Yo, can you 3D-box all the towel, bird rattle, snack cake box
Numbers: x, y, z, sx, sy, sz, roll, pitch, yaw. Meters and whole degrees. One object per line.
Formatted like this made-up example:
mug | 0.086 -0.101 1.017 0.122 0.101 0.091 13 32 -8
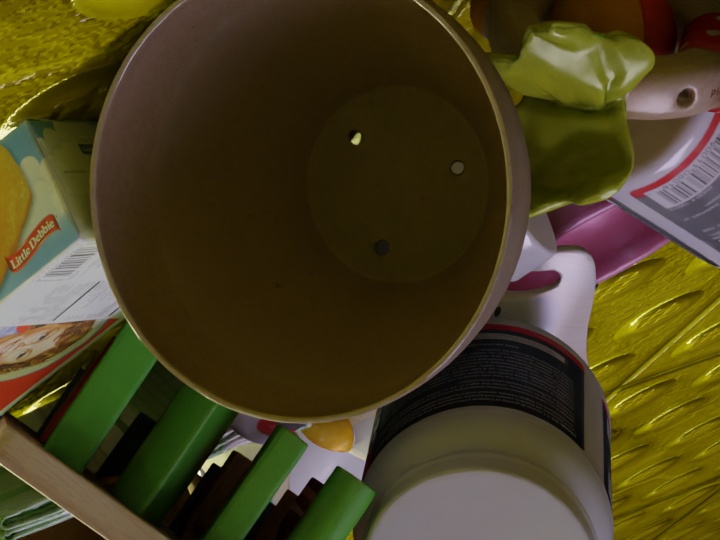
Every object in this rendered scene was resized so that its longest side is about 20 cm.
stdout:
towel | -0.140 0.100 1.388 0.199 0.031 0.149 -22 -160 -14
bird rattle | 0.141 -0.111 1.121 0.199 0.163 0.113 -16 130 -18
snack cake box | -0.175 0.007 1.125 0.200 0.067 0.115 -36 163 29

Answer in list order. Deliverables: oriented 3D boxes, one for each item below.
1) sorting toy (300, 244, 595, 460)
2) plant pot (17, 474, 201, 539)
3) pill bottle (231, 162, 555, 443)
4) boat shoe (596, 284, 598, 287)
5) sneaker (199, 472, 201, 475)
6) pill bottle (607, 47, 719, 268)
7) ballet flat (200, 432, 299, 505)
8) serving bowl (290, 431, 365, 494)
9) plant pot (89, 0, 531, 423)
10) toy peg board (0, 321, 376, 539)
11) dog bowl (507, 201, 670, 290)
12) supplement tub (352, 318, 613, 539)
sorting toy | 0.056 0.034 1.382 0.107 0.199 0.181 -66 177 -53
plant pot | -0.132 0.225 1.557 0.186 0.187 0.200 -31 147 16
pill bottle | 0.000 0.000 1.264 0.199 0.114 0.114 -31 163 15
boat shoe | 0.143 -0.005 1.597 0.200 0.057 0.068 -39 160 34
sneaker | -0.110 0.170 1.655 0.199 0.089 0.075 -33 -178 26
pill bottle | 0.204 -0.067 1.299 0.114 0.114 0.200 -35 142 25
ballet flat | -0.081 0.118 1.468 0.069 0.070 0.200 -24 -168 -8
serving bowl | 0.000 0.121 1.615 0.200 0.066 0.200 -44 159 -21
plant pot | -0.005 -0.039 1.047 0.200 0.201 0.134 -33 172 21
toy peg board | -0.090 0.110 1.216 0.098 0.200 0.199 -54 -173 -6
dog bowl | 0.137 -0.045 1.439 0.199 0.074 0.200 -25 163 -8
supplement tub | 0.069 0.122 1.259 0.140 0.141 0.200 -31 -166 15
